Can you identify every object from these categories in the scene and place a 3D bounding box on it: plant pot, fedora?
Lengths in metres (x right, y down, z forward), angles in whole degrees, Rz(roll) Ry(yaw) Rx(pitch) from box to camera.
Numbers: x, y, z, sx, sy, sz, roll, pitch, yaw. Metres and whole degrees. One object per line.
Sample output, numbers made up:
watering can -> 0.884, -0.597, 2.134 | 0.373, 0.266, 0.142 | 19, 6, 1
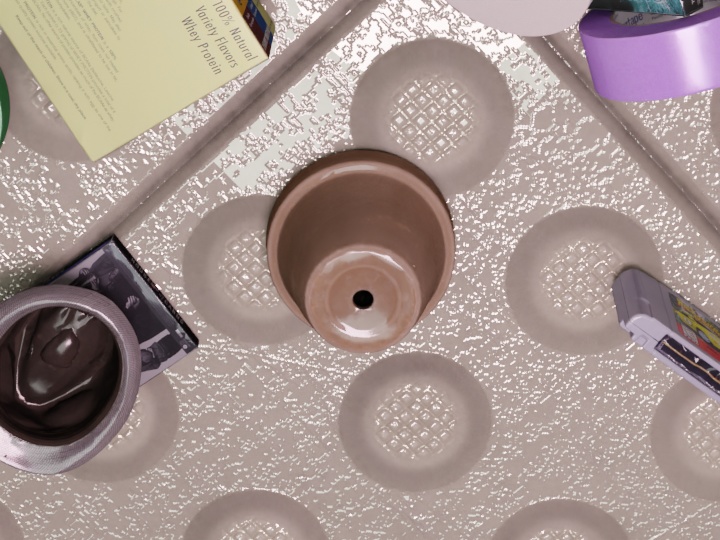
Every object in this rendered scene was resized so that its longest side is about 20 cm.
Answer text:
plant pot -> 0.000, 0.000, 1.789 | 0.200, 0.175, 0.201 | 0, 112, 0
fedora -> -0.315, 0.100, 1.841 | 0.177, 0.090, 0.200 | 22, 103, -11

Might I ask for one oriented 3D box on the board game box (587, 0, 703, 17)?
board game box -> 0.227, -0.308, 1.671 | 0.028, 0.200, 0.136 | -30, 116, -27

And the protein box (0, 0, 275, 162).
protein box -> -0.218, -0.250, 1.712 | 0.200, 0.135, 0.199 | -29, 108, 10

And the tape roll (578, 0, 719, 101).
tape roll -> 0.310, -0.227, 1.692 | 0.200, 0.200, 0.066 | -17, 110, 6

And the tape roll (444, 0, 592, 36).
tape roll -> 0.134, -0.306, 1.680 | 0.202, 0.037, 0.203 | 25, 150, 16

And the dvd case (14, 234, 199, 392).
dvd case -> -0.294, 0.075, 1.893 | 0.200, 0.025, 0.150 | -33, 108, 12

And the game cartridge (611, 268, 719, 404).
game cartridge -> 0.347, 0.079, 1.844 | 0.200, 0.133, 0.041 | 35, 107, -13

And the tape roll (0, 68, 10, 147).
tape roll -> -0.454, -0.162, 1.789 | 0.200, 0.048, 0.201 | 0, 111, -1
